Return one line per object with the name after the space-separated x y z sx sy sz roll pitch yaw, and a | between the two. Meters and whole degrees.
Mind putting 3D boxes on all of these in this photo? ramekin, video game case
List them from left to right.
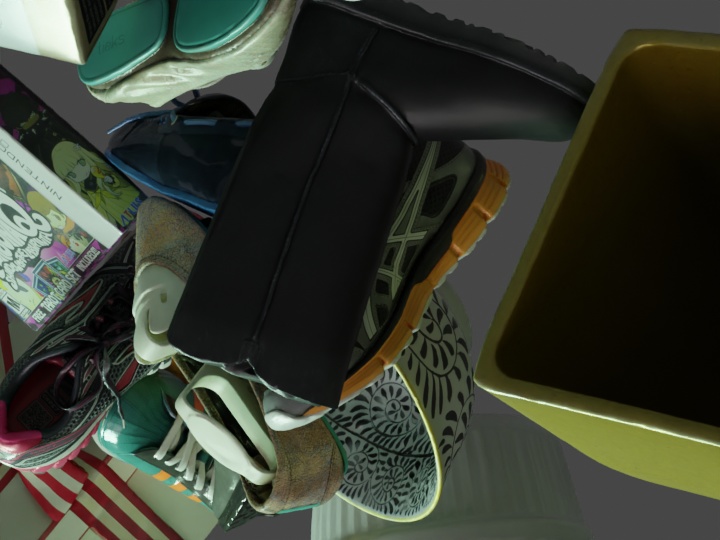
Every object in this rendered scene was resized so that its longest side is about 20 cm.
-0.237 -0.059 1.164 0.181 0.036 0.200 42 149 -7 | video game case
0.058 0.163 1.275 0.201 0.095 0.203 -5 163 -2 | ramekin

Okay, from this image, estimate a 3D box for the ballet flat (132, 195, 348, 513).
-0.082 0.047 1.009 0.200 0.067 0.068 53 140 15 | ballet flat

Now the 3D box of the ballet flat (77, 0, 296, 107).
-0.076 -0.127 0.962 0.062 0.068 0.199 16 166 -35 | ballet flat

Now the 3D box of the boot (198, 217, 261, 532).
-0.080 0.062 1.128 0.131 0.068 0.201 47 144 22 | boot

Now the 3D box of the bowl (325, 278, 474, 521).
0.006 0.045 1.132 0.200 0.094 0.201 36 147 27 | bowl

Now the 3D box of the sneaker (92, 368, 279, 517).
-0.111 0.125 1.292 0.080 0.072 0.200 26 174 30 | sneaker

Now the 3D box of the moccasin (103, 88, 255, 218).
-0.077 -0.065 1.043 0.080 0.069 0.200 25 179 -37 | moccasin

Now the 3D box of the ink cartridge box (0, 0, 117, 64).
-0.226 -0.196 0.913 0.199 0.075 0.165 13 150 13 | ink cartridge box

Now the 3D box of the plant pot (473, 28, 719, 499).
0.209 0.026 0.876 0.193 0.196 0.200 12 160 39 | plant pot

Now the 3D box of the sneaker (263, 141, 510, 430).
0.000 0.000 0.987 0.077 0.200 0.078 41 152 -13 | sneaker

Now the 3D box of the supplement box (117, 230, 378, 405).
-0.077 0.044 1.248 0.199 0.069 0.067 21 154 3 | supplement box

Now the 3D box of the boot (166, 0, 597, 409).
0.011 -0.026 0.911 0.164 0.201 0.066 21 171 8 | boot

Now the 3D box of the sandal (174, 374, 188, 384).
-0.057 0.114 1.364 0.205 0.059 0.079 14 152 13 | sandal

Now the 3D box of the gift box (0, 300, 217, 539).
-0.222 0.140 1.394 0.184 0.201 0.187 25 163 33 | gift box

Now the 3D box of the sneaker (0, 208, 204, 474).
-0.159 0.046 1.170 0.080 0.200 0.075 36 171 6 | sneaker
